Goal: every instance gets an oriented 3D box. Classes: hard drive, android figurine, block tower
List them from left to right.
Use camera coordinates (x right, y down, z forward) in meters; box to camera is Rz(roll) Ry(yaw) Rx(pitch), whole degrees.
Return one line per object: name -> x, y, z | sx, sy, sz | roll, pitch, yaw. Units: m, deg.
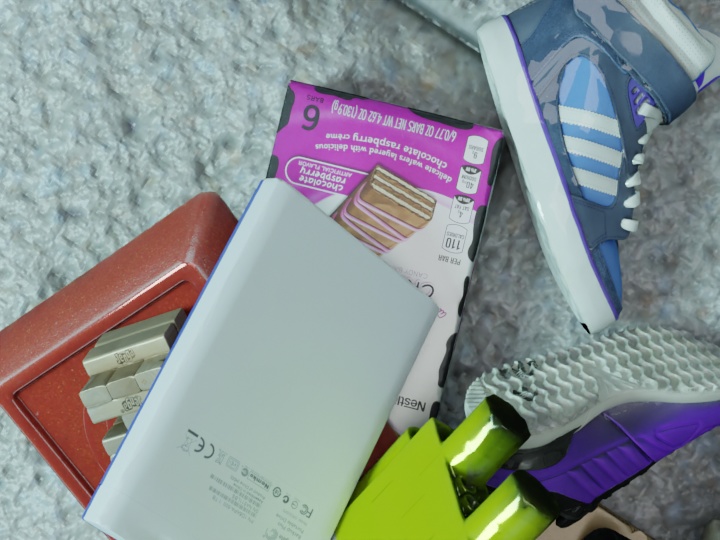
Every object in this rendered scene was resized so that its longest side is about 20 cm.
block tower -> -0.090, 0.127, 0.813 | 0.057, 0.054, 0.202 | -17, 108, 18
hard drive -> -0.047, 0.072, 0.779 | 0.132, 0.025, 0.202 | 38, 69, -30
android figurine -> 0.021, 0.162, 0.751 | 0.041, 0.183, 0.201 | 30, 110, -24

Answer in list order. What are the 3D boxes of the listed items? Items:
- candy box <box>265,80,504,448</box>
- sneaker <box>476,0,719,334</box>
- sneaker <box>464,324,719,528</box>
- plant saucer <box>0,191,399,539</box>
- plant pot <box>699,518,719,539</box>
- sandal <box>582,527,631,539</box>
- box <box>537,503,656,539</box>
candy box -> 0.000, 0.000, 0.882 | 0.134, 0.061, 0.203 | 13, 92, 5
sneaker -> 0.164, -0.079, 0.863 | 0.145, 0.081, 0.203 | -19, 89, 2
sneaker -> 0.141, 0.098, 0.860 | 0.198, 0.070, 0.101 | -9, 124, -25
plant saucer -> -0.105, 0.087, 0.848 | 0.199, 0.037, 0.201 | -32, 104, 21
plant pot -> 0.234, 0.247, 0.818 | 0.198, 0.201, 0.186 | 18, 80, 3
sandal -> 0.108, 0.238, 0.821 | 0.048, 0.075, 0.202 | 25, 59, -15
box -> 0.082, 0.219, 0.898 | 0.162, 0.021, 0.201 | 32, 92, 3
